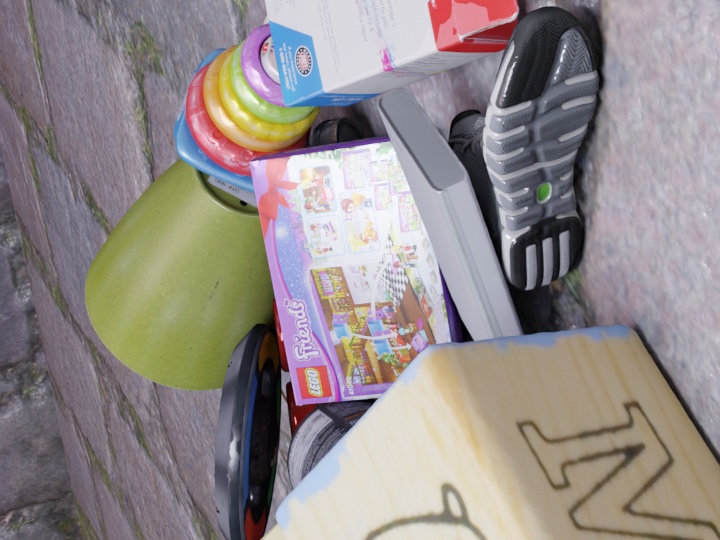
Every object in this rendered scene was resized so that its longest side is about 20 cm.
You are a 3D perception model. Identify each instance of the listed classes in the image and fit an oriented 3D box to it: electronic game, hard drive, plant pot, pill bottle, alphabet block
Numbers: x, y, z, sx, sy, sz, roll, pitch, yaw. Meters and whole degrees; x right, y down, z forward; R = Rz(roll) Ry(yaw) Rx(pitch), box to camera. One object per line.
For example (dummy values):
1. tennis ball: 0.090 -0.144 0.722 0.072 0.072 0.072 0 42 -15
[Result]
1. electronic game: -0.091 0.146 1.174 0.200 0.041 0.201 3 -90 -86
2. hard drive: 0.071 -0.013 0.937 0.132 0.026 0.200 -117 3 -53
3. plant pot: -0.130 -0.024 1.209 0.187 0.187 0.200 63 144 24
4. pill bottle: 0.002 0.155 1.055 0.200 0.106 0.107 -165 60 -78
5. alphabet block: 0.101 0.171 0.814 0.195 0.196 0.200 -52 56 38

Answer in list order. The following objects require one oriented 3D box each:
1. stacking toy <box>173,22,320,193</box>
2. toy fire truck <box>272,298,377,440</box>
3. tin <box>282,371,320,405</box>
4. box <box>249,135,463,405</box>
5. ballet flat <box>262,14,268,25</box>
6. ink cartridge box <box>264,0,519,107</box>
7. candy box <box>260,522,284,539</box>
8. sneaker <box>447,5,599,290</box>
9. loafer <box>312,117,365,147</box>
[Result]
1. stacking toy: -0.064 -0.149 1.059 0.200 0.110 0.116 -38 32 61
2. toy fire truck: -0.020 0.064 1.234 0.168 0.112 0.200 -110 13 -67
3. tin: -0.080 0.061 1.452 0.200 0.042 0.112 65 153 20
4. box: 0.000 0.000 1.055 0.039 0.136 0.201 -40 -58 -69
5. ballet flat: -0.048 -0.204 1.130 0.200 0.062 0.068 -7 65 64
6. ink cartridge box: 0.030 -0.186 0.883 0.200 0.067 0.117 -13 86 42
7. candy box: -0.032 0.252 1.082 0.115 0.055 0.200 44 167 7
8. sneaker: 0.090 -0.092 0.877 0.116 0.075 0.200 -128 28 -46
9. loafer: 0.021 -0.038 1.109 0.072 0.073 0.200 -26 85 39
